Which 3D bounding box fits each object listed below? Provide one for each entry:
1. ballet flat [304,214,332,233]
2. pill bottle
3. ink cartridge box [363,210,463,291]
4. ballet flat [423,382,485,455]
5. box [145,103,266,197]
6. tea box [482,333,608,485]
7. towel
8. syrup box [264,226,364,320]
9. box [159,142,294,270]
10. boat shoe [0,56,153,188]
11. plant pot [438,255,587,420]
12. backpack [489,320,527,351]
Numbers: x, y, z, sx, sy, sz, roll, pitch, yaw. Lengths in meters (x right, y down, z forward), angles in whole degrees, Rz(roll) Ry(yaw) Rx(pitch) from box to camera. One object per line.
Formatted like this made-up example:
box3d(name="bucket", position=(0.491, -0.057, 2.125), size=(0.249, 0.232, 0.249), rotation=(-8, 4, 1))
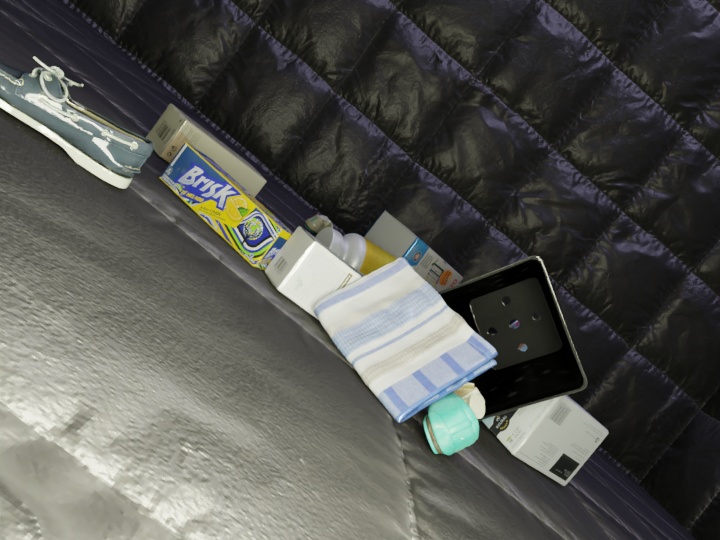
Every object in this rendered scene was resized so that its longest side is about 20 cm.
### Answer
box3d(name="ballet flat", position=(-0.120, -0.142, 2.082), size=(0.069, 0.070, 0.200), rotation=(40, 3, 13))
box3d(name="pill bottle", position=(0.000, 0.000, 1.220), size=(0.198, 0.113, 0.112), rotation=(31, 7, -30))
box3d(name="ink cartridge box", position=(0.100, -0.001, 1.443), size=(0.199, 0.148, 0.145), rotation=(35, 5, -43))
box3d(name="ballet flat", position=(0.113, 0.165, 0.757), size=(0.200, 0.069, 0.069), rotation=(-11, 80, -84))
box3d(name="box", position=(-0.272, -0.197, 1.155), size=(0.199, 0.078, 0.095), rotation=(36, 5, -44))
box3d(name="tea box", position=(0.305, 0.252, 1.176), size=(0.199, 0.134, 0.197), rotation=(36, 4, -39))
box3d(name="towel", position=(0.047, 0.071, 0.757), size=(0.200, 0.145, 0.024), rotation=(48, -23, 40))
box3d(name="syrup box", position=(-0.023, 0.036, 0.867), size=(0.199, 0.082, 0.079), rotation=(39, 1, -28))
box3d(name="box", position=(-0.180, -0.086, 0.889), size=(0.199, 0.065, 0.070), rotation=(40, 4, 17))
box3d(name="boat shoe", position=(-0.297, -0.161, 0.628), size=(0.199, 0.062, 0.075), rotation=(38, 6, -23))
box3d(name="plant pot", position=(0.236, 0.097, 1.030), size=(0.177, 0.197, 0.203), rotation=(-14, 82, -68))
box3d(name="backpack", position=(0.306, 0.185, 1.497), size=(0.152, 0.198, 0.178), rotation=(59, 4, 3))
